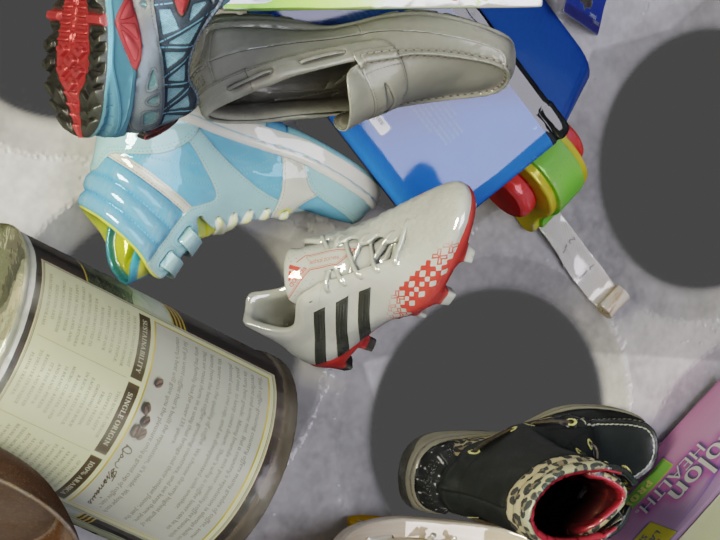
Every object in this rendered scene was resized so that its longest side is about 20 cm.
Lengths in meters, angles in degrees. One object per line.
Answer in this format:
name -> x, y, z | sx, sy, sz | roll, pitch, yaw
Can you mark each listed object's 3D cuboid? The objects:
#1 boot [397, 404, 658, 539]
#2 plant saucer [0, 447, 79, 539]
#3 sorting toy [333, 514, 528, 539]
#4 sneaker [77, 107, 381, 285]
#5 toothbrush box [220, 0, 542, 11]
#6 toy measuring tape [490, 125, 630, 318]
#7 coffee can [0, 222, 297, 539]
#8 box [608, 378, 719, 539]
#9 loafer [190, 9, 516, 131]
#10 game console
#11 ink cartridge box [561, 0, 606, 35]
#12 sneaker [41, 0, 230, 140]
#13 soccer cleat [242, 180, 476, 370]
boot -> 0.146, 0.141, 1.682 | 0.203, 0.154, 0.074 | -5, 99, -30
plant saucer -> -0.255, 0.134, 1.442 | 0.200, 0.200, 0.035 | 30, 55, -29
sorting toy -> 0.048, 0.264, 1.677 | 0.199, 0.107, 0.181 | 7, 106, -17
sneaker -> -0.090, -0.038, 1.571 | 0.200, 0.079, 0.131 | 23, 88, -27
toothbrush box -> 0.003, -0.228, 1.490 | 0.199, 0.086, 0.146 | -2, 98, -18
toy measuring tape -> 0.137, -0.043, 1.703 | 0.074, 0.074, 0.200 | -45, 115, -18
coffee can -> -0.159, 0.079, 1.502 | 0.200, 0.146, 0.147 | 28, 82, -30
box -> 0.278, 0.212, 1.798 | 0.176, 0.097, 0.200 | -45, 118, -18
loafer -> -0.004, -0.114, 1.512 | 0.199, 0.070, 0.070 | -2, 58, -7
game console -> 0.041, -0.151, 1.618 | 0.171, 0.118, 0.200 | -39, 101, -2
ink cartridge box -> 0.185, -0.259, 1.694 | 0.099, 0.039, 0.201 | 9, 94, -71
sneaker -> -0.115, -0.172, 1.376 | 0.095, 0.079, 0.201 | 0, 106, -40
soccer cleat -> 0.000, 0.000, 1.568 | 0.085, 0.200, 0.069 | 22, 54, -23
